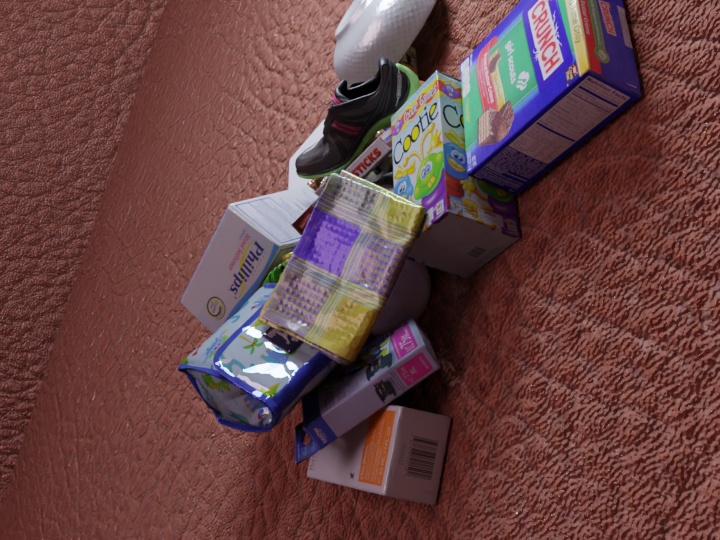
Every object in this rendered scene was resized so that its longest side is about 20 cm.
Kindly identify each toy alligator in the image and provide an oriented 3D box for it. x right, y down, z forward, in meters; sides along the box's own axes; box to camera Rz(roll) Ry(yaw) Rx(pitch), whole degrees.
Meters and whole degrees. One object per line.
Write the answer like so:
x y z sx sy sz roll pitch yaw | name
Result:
-0.091 0.007 1.300 0.200 0.054 0.059 130 129 -64 | toy alligator

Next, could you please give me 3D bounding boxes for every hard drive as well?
-0.059 -0.181 1.623 0.200 0.025 0.132 -42 39 46 | hard drive

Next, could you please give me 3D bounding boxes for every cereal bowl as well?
0.023 -0.350 1.438 0.200 0.083 0.200 -52 16 21 | cereal bowl

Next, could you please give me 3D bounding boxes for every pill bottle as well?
0.000 0.000 1.298 0.200 0.116 0.116 37 108 62 | pill bottle

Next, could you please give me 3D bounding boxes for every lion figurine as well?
-0.024 -0.163 1.426 0.123 0.072 0.200 -52 25 6 | lion figurine

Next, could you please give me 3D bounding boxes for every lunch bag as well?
-0.097 0.101 1.201 0.170 0.128 0.200 -45 25 -26 | lunch bag

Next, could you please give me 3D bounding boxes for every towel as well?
-0.022 -0.005 1.127 0.144 0.023 0.200 28 89 33 | towel

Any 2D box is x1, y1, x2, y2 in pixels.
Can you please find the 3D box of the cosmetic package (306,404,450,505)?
0.017 0.211 1.191 0.200 0.071 0.102 -11 65 61 | cosmetic package

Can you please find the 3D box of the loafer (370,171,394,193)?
0.033 -0.074 1.263 0.200 0.070 0.070 -78 -30 -72 | loafer

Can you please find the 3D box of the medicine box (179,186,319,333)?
-0.135 -0.012 1.465 0.103 0.200 0.182 40 117 17 | medicine box

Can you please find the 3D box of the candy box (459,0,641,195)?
0.196 -0.207 1.085 0.200 0.077 0.169 -40 40 46 | candy box

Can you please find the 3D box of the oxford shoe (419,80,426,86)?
0.075 -0.159 1.300 0.071 0.071 0.200 -38 44 47 | oxford shoe

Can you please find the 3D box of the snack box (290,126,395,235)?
-0.012 -0.118 1.302 0.200 0.024 0.072 -41 3 40 | snack box

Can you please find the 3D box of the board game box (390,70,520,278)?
0.106 -0.112 1.172 0.105 0.103 0.200 -42 40 46 | board game box

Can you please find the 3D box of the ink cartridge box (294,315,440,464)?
-0.005 0.137 1.174 0.200 0.042 0.119 -37 14 5 | ink cartridge box

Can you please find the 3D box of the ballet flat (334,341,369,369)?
-0.020 0.103 1.333 0.072 0.072 0.200 -64 18 18 | ballet flat

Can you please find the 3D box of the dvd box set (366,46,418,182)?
0.036 -0.207 1.446 0.146 0.029 0.200 -44 39 45 | dvd box set

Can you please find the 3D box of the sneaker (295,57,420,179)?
-0.016 -0.196 1.290 0.200 0.084 0.077 -42 27 17 | sneaker
